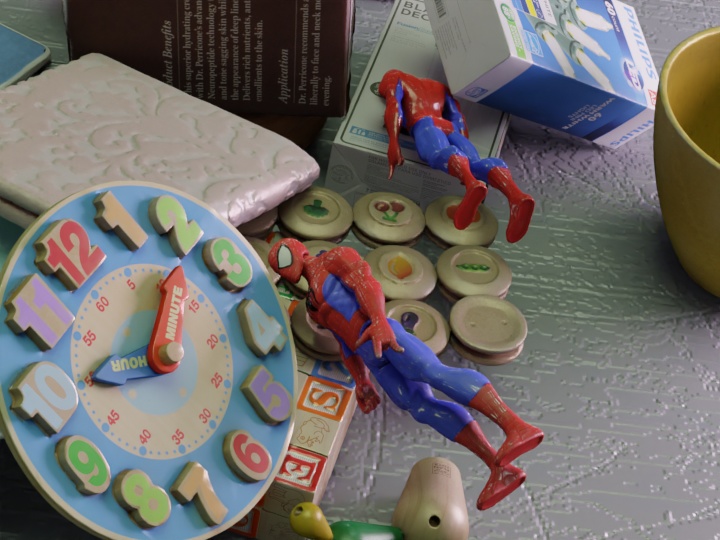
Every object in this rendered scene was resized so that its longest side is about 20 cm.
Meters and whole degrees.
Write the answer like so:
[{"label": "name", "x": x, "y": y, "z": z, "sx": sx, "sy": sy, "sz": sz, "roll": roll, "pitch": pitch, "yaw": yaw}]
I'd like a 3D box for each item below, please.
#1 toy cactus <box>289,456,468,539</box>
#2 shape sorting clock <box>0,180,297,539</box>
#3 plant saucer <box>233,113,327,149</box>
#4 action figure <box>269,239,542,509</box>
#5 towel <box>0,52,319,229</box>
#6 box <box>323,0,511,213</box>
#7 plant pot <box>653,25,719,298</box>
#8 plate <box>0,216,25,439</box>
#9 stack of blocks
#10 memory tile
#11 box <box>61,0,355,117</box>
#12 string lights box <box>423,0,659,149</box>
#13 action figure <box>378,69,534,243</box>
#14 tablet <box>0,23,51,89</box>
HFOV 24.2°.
[{"label": "toy cactus", "x": 0.035, "y": 0.162, "z": 0.950, "sx": 0.200, "sy": 0.102, "sz": 0.165, "roll": 3, "pitch": 34, "yaw": 4}, {"label": "shape sorting clock", "x": -0.110, "y": 0.049, "z": 0.904, "sx": 0.200, "sy": 0.039, "sz": 0.200, "roll": 14, "pitch": 67, "yaw": -36}, {"label": "plant saucer", "x": -0.120, "y": -0.149, "z": 1.273, "sx": 0.200, "sy": 0.032, "sz": 0.200, "roll": 6, "pitch": 44, "yaw": -6}, {"label": "action figure", "x": 0.016, "y": 0.048, "z": 0.959, "sx": 0.052, "sy": 0.065, "sz": 0.200, "roll": -28, "pitch": 58, "yaw": -29}, {"label": "towel", "x": -0.153, "y": -0.068, "z": 1.052, "sx": 0.191, "sy": 0.032, "sz": 0.200, "roll": 26, "pitch": 32, "yaw": 20}, {"label": "box", "x": 0.053, "y": -0.118, "z": 1.255, "sx": 0.116, "sy": 0.060, "sz": 0.200, "roll": 17, "pitch": 44, "yaw": 6}, {"label": "plant pot", "x": 0.289, "y": -0.058, "z": 1.183, "sx": 0.200, "sy": 0.142, "sz": 0.200, "roll": 6, "pitch": 44, "yaw": -6}, {"label": "plate", "x": -0.205, "y": 0.029, "z": 0.958, "sx": 0.200, "sy": 0.026, "sz": 0.200, "roll": 5, "pitch": 40, "yaw": -4}, {"label": "stack of blocks", "x": -0.059, "y": 0.066, "z": 1.041, "sx": 0.115, "sy": 0.059, "sz": 0.200, "roll": 16, "pitch": 43, "yaw": 5}, {"label": "memory tile", "x": 0.000, "y": 0.000, "z": 1.068, "sx": 0.200, "sy": 0.017, "sz": 0.153, "roll": 3, "pitch": 44, "yaw": -11}, {"label": "box", "x": -0.100, "y": -0.223, "z": 1.196, "sx": 0.200, "sy": 0.166, "sz": 0.164, "roll": 4, "pitch": 39, "yaw": -1}, {"label": "string lights box", "x": 0.137, "y": -0.163, "z": 1.237, "sx": 0.200, "sy": 0.059, "sz": 0.103, "roll": 11, "pitch": 56, "yaw": -46}, {"label": "action figure", "x": 0.052, "y": -0.086, "z": 1.133, "sx": 0.065, "sy": 0.052, "sz": 0.200, "roll": 8, "pitch": 31, "yaw": -25}, {"label": "tablet", "x": -0.348, "y": -0.173, "z": 1.263, "sx": 0.200, "sy": 0.014, "sz": 0.130, "roll": 27, "pitch": 45, "yaw": 15}]
